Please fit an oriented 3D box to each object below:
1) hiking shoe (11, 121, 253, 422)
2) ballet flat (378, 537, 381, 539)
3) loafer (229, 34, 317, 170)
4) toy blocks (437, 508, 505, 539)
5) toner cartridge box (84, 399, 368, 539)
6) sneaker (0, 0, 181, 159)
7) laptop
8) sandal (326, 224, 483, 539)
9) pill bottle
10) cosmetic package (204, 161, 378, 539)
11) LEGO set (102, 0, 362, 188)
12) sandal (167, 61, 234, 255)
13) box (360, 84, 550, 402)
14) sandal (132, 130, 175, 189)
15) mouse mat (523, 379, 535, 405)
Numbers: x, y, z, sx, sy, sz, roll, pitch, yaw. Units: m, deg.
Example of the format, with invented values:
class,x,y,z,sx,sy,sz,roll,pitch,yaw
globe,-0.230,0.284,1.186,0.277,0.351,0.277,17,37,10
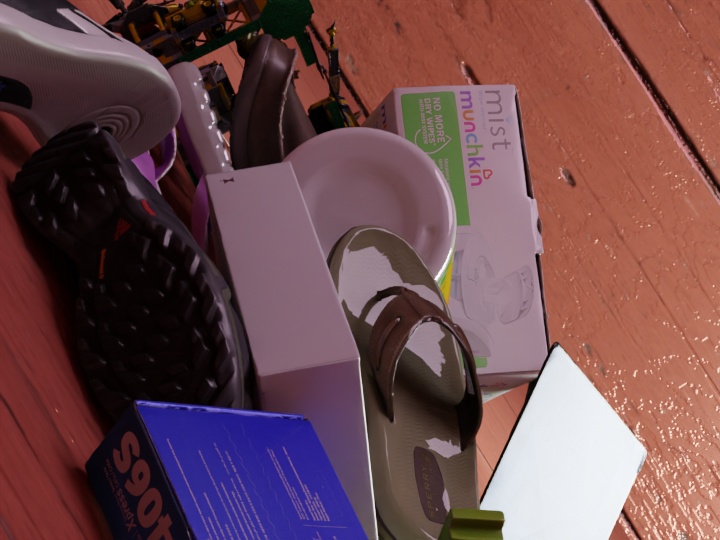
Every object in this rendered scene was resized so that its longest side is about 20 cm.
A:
class,x,y,z,sx,sy,sz,roll,pitch,yaw
hiking shoe,-0.086,0.018,0.899,0.101,0.076,0.201,43,14,-51
ballet flat,-0.002,0.142,1.072,0.062,0.068,0.200,19,23,-30
loafer,-0.041,-0.064,1.267,0.073,0.070,0.201,-79,169,-49
toy blocks,0.060,0.186,0.825,0.137,0.198,0.100,-103,-157,-48
toner cartridge box,-0.027,0.142,0.745,0.095,0.043,0.201,9,42,-42
sneaker,-0.165,-0.125,0.948,0.112,0.073,0.200,59,15,22
laptop,0.129,0.177,1.031,0.201,0.116,0.187,61,9,31
sandal,0.033,0.057,0.988,0.079,0.057,0.202,11,46,-29
pill bottle,0.000,0.000,1.165,0.111,0.111,0.200,59,-8,15
cosmetic package,-0.034,0.059,0.948,0.200,0.051,0.152,-111,-169,-59
LEGO set,-0.087,-0.141,1.331,0.200,0.153,0.116,55,6,-47
sandal,-0.093,-0.028,1.190,0.083,0.049,0.204,82,-9,-69
box,0.055,-0.010,1.373,0.176,0.096,0.202,142,-56,-72
sandal,-0.132,-0.089,1.111,0.083,0.050,0.203,52,9,-39
mouse mat,0.118,0.179,1.343,0.201,0.007,0.162,100,-12,-45
